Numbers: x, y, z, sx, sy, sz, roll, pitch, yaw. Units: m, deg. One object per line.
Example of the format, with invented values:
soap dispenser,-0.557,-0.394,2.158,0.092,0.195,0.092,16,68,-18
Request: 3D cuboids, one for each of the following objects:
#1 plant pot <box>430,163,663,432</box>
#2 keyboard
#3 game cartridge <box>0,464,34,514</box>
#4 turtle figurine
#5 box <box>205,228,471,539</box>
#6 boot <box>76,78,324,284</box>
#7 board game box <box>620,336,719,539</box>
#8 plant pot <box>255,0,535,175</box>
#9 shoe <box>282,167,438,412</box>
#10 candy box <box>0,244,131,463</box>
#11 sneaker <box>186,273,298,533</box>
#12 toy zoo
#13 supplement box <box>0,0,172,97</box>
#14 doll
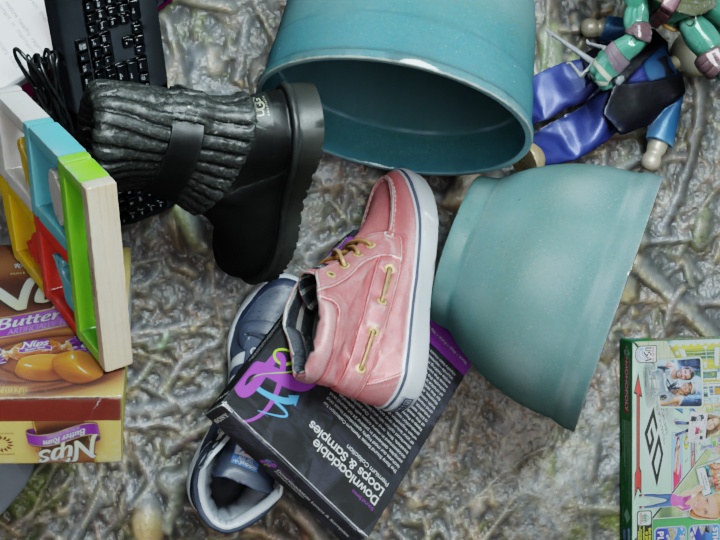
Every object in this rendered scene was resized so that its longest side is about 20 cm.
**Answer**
plant pot,0.132,0.004,0.866,0.134,0.200,0.201,20,89,13
keyboard,-0.178,-0.108,0.808,0.104,0.040,0.201,-21,132,-22
game cartridge,-0.339,0.161,0.804,0.200,0.042,0.133,-34,117,3
turtle figurine,0.230,-0.202,0.881,0.200,0.101,0.150,34,69,2
box,-0.007,0.082,0.858,0.143,0.036,0.200,45,49,-9
boot,-0.123,-0.059,0.800,0.157,0.211,0.080,-6,57,-20
board game box,0.287,0.156,0.969,0.134,0.029,0.201,-1,93,-9
plant pot,0.041,-0.193,0.837,0.199,0.200,0.189,14,75,-10
shoe,0.000,0.000,0.835,0.091,0.071,0.201,18,57,-24
candy box,-0.219,0.051,0.789,0.116,0.200,0.057,1,118,-10
sneaker,-0.077,0.101,0.861,0.070,0.108,0.201,19,89,-10
toy zoo,-0.205,-0.038,0.758,0.020,0.200,0.132,-17,125,-29
supplement box,-0.242,-0.191,0.824,0.200,0.101,0.104,-37,98,-6
doll,0.207,-0.141,0.931,0.200,0.048,0.137,-28,87,-14
